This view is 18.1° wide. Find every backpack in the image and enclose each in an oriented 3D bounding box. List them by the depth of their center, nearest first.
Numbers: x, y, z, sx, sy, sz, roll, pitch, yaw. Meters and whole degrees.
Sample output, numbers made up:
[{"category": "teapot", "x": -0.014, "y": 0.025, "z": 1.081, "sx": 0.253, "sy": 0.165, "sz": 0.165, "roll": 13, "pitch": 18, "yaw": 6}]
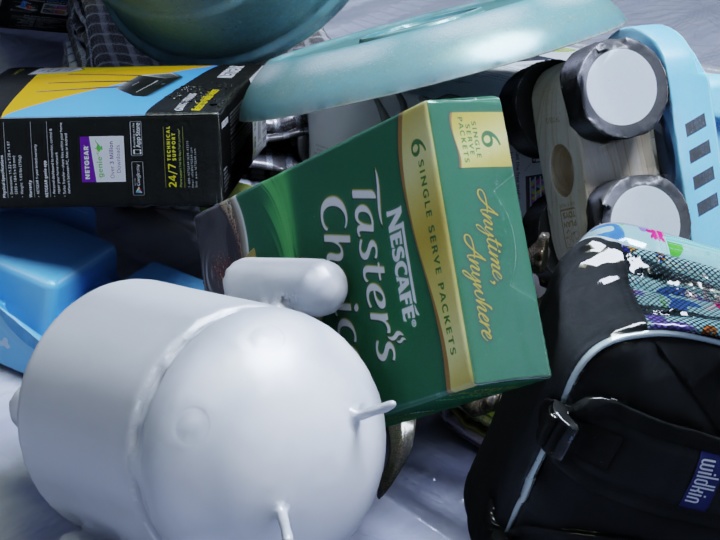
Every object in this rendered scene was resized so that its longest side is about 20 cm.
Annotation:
[{"category": "backpack", "x": 0.157, "y": 0.082, "z": 0.999, "sx": 0.199, "sy": 0.178, "sz": 0.151, "roll": 15, "pitch": 31, "yaw": -8}]

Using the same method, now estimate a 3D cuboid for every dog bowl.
[{"category": "dog bowl", "x": -0.131, "y": 0.020, "z": 1.127, "sx": 0.199, "sy": 0.050, "sz": 0.111, "roll": 22, "pitch": 26, "yaw": 15}]

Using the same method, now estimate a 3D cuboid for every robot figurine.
[{"category": "robot figurine", "x": -0.067, "y": 0.065, "z": 0.947, "sx": 0.113, "sy": 0.170, "sz": 0.200, "roll": 37, "pitch": -15, "yaw": -35}]

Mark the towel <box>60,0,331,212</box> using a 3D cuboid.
[{"category": "towel", "x": -0.092, "y": -0.109, "z": 1.378, "sx": 0.165, "sy": 0.086, "sz": 0.200, "roll": 5, "pitch": 26, "yaw": -18}]

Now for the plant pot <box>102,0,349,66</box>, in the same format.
[{"category": "plant pot", "x": -0.109, "y": -0.239, "z": 1.241, "sx": 0.200, "sy": 0.201, "sz": 0.196, "roll": 30, "pitch": -4, "yaw": 32}]

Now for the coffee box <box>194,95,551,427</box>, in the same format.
[{"category": "coffee box", "x": -0.001, "y": 0.008, "z": 0.987, "sx": 0.044, "sy": 0.124, "sz": 0.200, "roll": -3, "pitch": -10, "yaw": -35}]

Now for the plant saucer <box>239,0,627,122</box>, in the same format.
[{"category": "plant saucer", "x": 0.033, "y": -0.112, "z": 1.127, "sx": 0.199, "sy": 0.028, "sz": 0.200, "roll": -15, "pitch": 8, "yaw": 2}]

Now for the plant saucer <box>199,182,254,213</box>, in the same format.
[{"category": "plant saucer", "x": 0.000, "y": 0.000, "z": 1.206, "sx": 0.199, "sy": 0.031, "sz": 0.200, "roll": 22, "pitch": 6, "yaw": -3}]

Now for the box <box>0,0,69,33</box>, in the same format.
[{"category": "box", "x": -0.134, "y": -0.195, "z": 1.467, "sx": 0.199, "sy": 0.046, "sz": 0.159, "roll": 4, "pitch": -14, "yaw": -15}]

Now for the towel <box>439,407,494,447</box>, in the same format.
[{"category": "towel", "x": 0.143, "y": 0.077, "z": 1.187, "sx": 0.143, "sy": 0.023, "sz": 0.200, "roll": 27, "pitch": 27, "yaw": 27}]

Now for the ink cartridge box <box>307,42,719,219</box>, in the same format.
[{"category": "ink cartridge box", "x": 0.090, "y": -0.072, "z": 1.247, "sx": 0.175, "sy": 0.084, "sz": 0.200, "roll": -9, "pitch": 15, "yaw": -26}]

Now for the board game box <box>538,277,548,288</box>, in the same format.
[{"category": "board game box", "x": 0.207, "y": -0.015, "z": 1.221, "sx": 0.199, "sy": 0.032, "sz": 0.120, "roll": -9, "pitch": 8, "yaw": -16}]

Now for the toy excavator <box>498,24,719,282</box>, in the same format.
[{"category": "toy excavator", "x": 0.186, "y": -0.027, "z": 1.102, "sx": 0.199, "sy": 0.196, "sz": 0.100, "roll": -9, "pitch": -1, "yaw": -19}]

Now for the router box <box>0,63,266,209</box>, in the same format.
[{"category": "router box", "x": -0.132, "y": -0.072, "z": 1.176, "sx": 0.148, "sy": 0.051, "sz": 0.200, "roll": -1, "pitch": 12, "yaw": 4}]

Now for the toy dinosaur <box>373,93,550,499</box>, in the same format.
[{"category": "toy dinosaur", "x": 0.031, "y": 0.020, "z": 1.072, "sx": 0.102, "sy": 0.201, "sz": 0.077, "roll": 15, "pitch": -20, "yaw": 16}]
